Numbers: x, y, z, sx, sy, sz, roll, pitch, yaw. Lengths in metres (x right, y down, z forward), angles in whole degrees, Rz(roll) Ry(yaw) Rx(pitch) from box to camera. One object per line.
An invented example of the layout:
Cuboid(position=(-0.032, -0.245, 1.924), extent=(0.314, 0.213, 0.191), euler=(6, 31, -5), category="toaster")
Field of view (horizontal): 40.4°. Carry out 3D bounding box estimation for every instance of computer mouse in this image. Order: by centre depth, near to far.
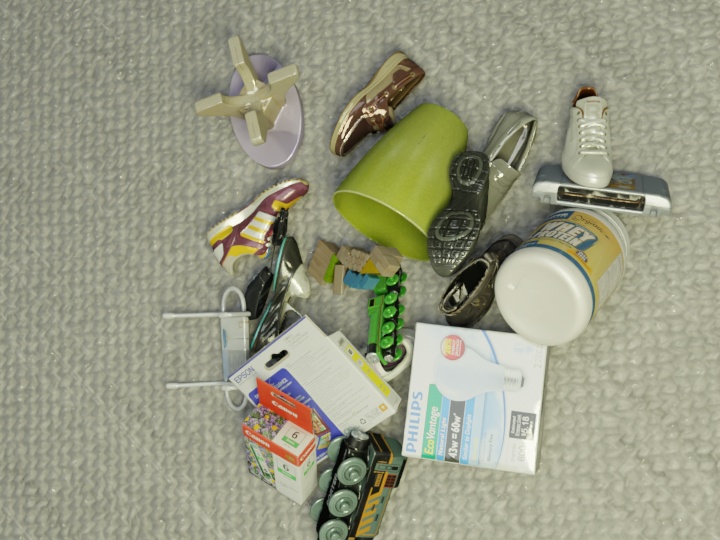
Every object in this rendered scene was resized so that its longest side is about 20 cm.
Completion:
Cuboid(position=(-0.155, -0.011, 1.576), extent=(0.034, 0.059, 0.203), euler=(22, 109, 8), category="computer mouse")

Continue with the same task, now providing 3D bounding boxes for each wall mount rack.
Cuboid(position=(-0.245, 0.129, 1.594), extent=(0.172, 0.074, 0.204), euler=(-4, 87, 46), category="wall mount rack")

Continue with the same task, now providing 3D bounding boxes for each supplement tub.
Cuboid(position=(0.293, -0.001, 1.394), extent=(0.143, 0.200, 0.147), euler=(19, 126, 27), category="supplement tub")

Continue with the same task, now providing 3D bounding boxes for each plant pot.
Cuboid(position=(0.084, -0.150, 1.512), extent=(0.185, 0.188, 0.202), euler=(26, 75, 17), category="plant pot")

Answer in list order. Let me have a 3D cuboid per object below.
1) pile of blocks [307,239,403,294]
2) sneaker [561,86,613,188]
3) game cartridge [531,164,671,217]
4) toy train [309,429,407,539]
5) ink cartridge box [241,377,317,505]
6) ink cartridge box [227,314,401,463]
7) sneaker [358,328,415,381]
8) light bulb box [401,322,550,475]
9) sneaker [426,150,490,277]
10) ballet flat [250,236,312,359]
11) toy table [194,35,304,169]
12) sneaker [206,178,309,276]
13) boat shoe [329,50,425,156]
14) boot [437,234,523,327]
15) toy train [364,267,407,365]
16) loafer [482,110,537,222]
Cuboid(position=(0.000, 0.000, 1.535), extent=(0.198, 0.061, 0.084), euler=(7, 90, 50), category="pile of blocks")
Cuboid(position=(0.331, -0.201, 1.433), extent=(0.071, 0.086, 0.202), euler=(2, 40, 3), category="sneaker")
Cuboid(position=(0.356, -0.121, 1.446), extent=(0.196, 0.133, 0.042), euler=(8, 114, 12), category="game cartridge")
Cuboid(position=(-0.004, 0.334, 1.471), extent=(0.112, 0.085, 0.203), euler=(9, 108, -22), category="toy train")
Cuboid(position=(-0.123, 0.261, 1.482), extent=(0.108, 0.202, 0.050), euler=(26, 52, 22), category="ink cartridge box")
Cuboid(position=(-0.072, 0.179, 1.487), extent=(0.197, 0.047, 0.201), euler=(-37, 97, 32), category="ink cartridge box")
Cuboid(position=(0.004, 0.153, 1.513), extent=(0.199, 0.100, 0.075), euler=(-35, 86, 8), category="sneaker")
Cuboid(position=(0.174, 0.188, 1.451), extent=(0.196, 0.125, 0.202), euler=(5, 83, 14), category="light bulb box")
Cuboid(position=(0.154, -0.072, 1.431), extent=(0.075, 0.091, 0.202), euler=(11, 64, 22), category="sneaker")
Cuboid(position=(-0.118, 0.049, 1.585), extent=(0.067, 0.068, 0.203), euler=(18, 97, 7), category="ballet flat")
Cuboid(position=(-0.170, -0.279, 1.618), extent=(0.182, 0.117, 0.202), euler=(-29, 75, 8), category="toy table")
Cuboid(position=(-0.155, -0.072, 1.611), extent=(0.198, 0.075, 0.091), euler=(-33, 83, 14), category="sneaker")
Cuboid(position=(0.030, -0.259, 1.587), extent=(0.072, 0.072, 0.201), euler=(38, 86, 18), category="boat shoe")
Cuboid(position=(0.155, 0.030, 1.431), extent=(0.069, 0.174, 0.201), euler=(41, 121, 13), category="boot")
Cuboid(position=(0.037, 0.064, 1.497), extent=(0.056, 0.042, 0.202), euler=(-17, 39, 22), category="toy train")
Cuboid(position=(0.213, -0.155, 1.514), extent=(0.070, 0.069, 0.203), euler=(21, 87, 61), category="loafer")
